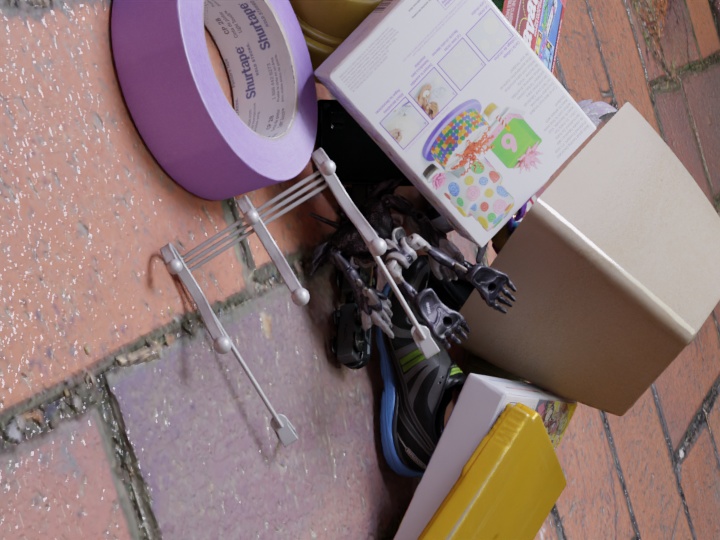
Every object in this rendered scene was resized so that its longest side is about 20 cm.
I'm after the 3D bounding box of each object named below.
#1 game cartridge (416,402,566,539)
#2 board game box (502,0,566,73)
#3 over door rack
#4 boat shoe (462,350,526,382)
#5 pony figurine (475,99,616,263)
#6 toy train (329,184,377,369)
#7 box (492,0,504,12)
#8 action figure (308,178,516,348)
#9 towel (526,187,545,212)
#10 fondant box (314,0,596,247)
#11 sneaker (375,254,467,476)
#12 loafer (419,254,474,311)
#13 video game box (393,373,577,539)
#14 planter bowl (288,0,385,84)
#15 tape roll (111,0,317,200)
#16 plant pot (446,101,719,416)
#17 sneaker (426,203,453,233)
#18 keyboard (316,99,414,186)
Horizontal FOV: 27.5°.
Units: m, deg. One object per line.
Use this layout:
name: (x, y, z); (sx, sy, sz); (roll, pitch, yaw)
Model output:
game cartridge: (0.103, 0.226, 1.264); (0.201, 0.032, 0.177); (-55, 150, -17)
board game box: (0.155, -0.210, 1.350); (0.103, 0.019, 0.202); (41, 55, -54)
over door rack: (-0.038, 0.029, 1.104); (0.201, 0.147, 0.067); (59, -1, -28)
boat shoe: (0.148, 0.077, 1.550); (0.065, 0.073, 0.201); (108, 3, -60)
pony figurine: (0.130, -0.132, 1.448); (0.200, 0.193, 0.166); (46, -6, -9)
toy train: (0.000, 0.000, 1.332); (0.046, 0.034, 0.202); (52, 35, -48)
box: (0.070, -0.285, 1.432); (0.176, 0.198, 0.098); (6, 71, -63)
action figure: (0.036, -0.001, 1.257); (0.119, 0.200, 0.102); (-41, 132, -12)
towel: (0.206, -0.025, 1.776); (0.144, 0.023, 0.202); (53, 35, -42)
fondant box: (0.080, -0.142, 1.229); (0.200, 0.144, 0.058); (46, -5, -17)
sneaker: (0.059, 0.084, 1.332); (0.071, 0.082, 0.202); (14, 71, -70)
loafer: (0.129, 0.038, 1.460); (0.199, 0.070, 0.069); (26, 52, -28)
video game box: (0.108, 0.194, 1.317); (0.182, 0.047, 0.202); (16, 100, -59)
planter bowl: (-0.010, -0.267, 1.263); (0.198, 0.083, 0.203); (4, 77, -17)
tape roll: (-0.110, -0.161, 1.159); (0.200, 0.065, 0.202); (41, 41, -50)
plant pot: (0.226, 0.008, 1.336); (0.177, 0.200, 0.200); (39, 48, 8)
sneaker: (0.091, -0.120, 1.542); (0.114, 0.075, 0.200); (56, 35, -16)
keyboard: (0.054, -0.129, 1.368); (0.040, 0.198, 0.105); (161, -71, -77)
